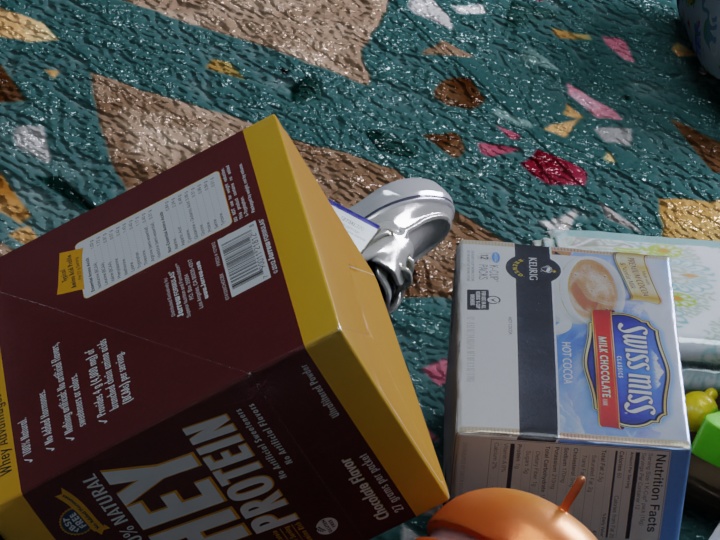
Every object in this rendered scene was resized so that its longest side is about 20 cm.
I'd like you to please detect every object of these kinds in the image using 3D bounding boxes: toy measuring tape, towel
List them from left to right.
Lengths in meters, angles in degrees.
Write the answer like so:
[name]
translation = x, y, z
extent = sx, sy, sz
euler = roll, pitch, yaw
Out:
[towel]
translation = 0.209, 0.030, 1.720
extent = 0.199, 0.048, 0.171
euler = 5, 24, -3
[toy measuring tape]
translation = 0.284, 0.123, 1.619
extent = 0.199, 0.074, 0.074
euler = 28, 32, 12

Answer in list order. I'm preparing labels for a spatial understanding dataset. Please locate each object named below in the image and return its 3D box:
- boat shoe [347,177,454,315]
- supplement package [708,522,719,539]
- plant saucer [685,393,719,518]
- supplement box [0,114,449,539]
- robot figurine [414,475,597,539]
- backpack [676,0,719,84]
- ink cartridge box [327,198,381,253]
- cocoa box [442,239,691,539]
[boat shoe]
translation = 0.000, 0.000, 1.696
extent = 0.066, 0.072, 0.200
euler = 40, 38, 25
[supplement package]
translation = 0.263, 0.179, 1.491
extent = 0.117, 0.117, 0.200
euler = 52, 35, -3
[plant saucer]
translation = 0.244, 0.103, 1.715
extent = 0.199, 0.030, 0.200
euler = 14, 31, -9
[supplement box]
translation = -0.087, 0.061, 1.400
extent = 0.199, 0.133, 0.198
euler = -27, 37, 7
[robot figurine]
translation = 0.055, 0.193, 1.338
extent = 0.116, 0.200, 0.144
euler = 12, -30, 53
[backpack]
translation = 0.328, -0.221, 2.146
extent = 0.153, 0.164, 0.200
euler = 8, 24, 9
[ink cartridge box]
translation = -0.076, 0.025, 1.590
extent = 0.094, 0.037, 0.200
euler = 27, 54, 13
[cocoa box]
translation = 0.115, 0.092, 1.540
extent = 0.131, 0.134, 0.200
euler = 3, 33, 0
